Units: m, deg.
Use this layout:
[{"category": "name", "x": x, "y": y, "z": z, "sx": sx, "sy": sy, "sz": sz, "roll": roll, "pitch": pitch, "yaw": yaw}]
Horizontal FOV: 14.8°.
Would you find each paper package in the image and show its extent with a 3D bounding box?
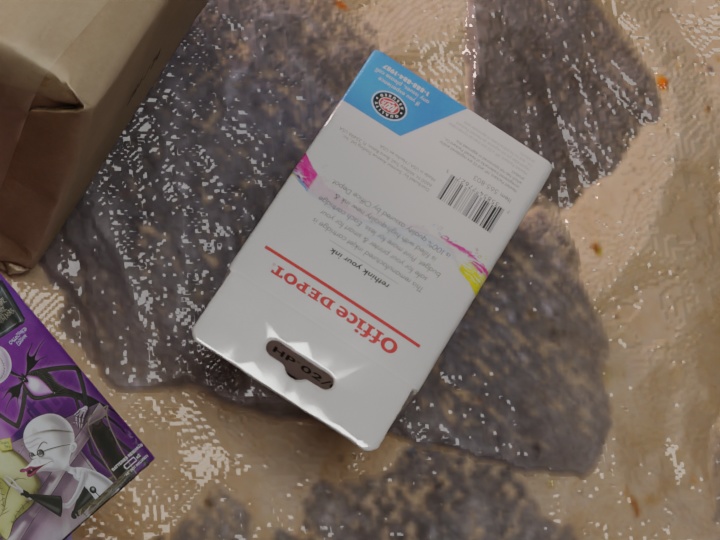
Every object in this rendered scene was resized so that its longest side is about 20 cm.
[{"category": "paper package", "x": -0.145, "y": -0.131, "z": 1.378, "sx": 0.103, "sy": 0.191, "sz": 0.200, "roll": 31, "pitch": 61, "yaw": -1}]

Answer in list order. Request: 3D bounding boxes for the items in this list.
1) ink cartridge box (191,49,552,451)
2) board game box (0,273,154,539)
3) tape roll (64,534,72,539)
[{"category": "ink cartridge box", "x": 0.000, "y": 0.000, "z": 1.431, "sx": 0.115, "sy": 0.068, "sz": 0.200, "roll": 33, "pitch": 61, "yaw": 0}, {"category": "board game box", "x": -0.197, "y": 0.099, "z": 1.242, "sx": 0.120, "sy": 0.032, "sz": 0.200, "roll": 47, "pitch": 52, "yaw": 2}, {"category": "tape roll", "x": -0.239, "y": 0.132, "z": 1.269, "sx": 0.200, "sy": 0.085, "sz": 0.201, "roll": 13, "pitch": 62, "yaw": -25}]
